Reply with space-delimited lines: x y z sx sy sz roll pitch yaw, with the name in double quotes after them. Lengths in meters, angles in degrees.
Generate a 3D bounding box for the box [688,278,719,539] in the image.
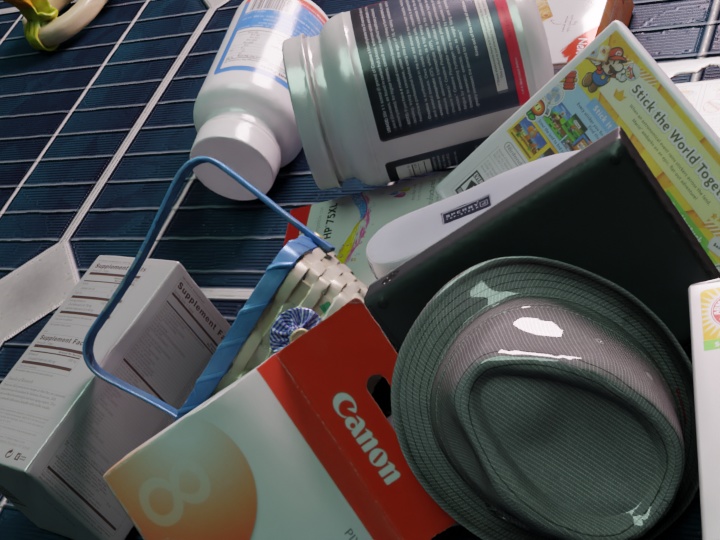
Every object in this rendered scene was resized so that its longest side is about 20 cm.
0.246 0.107 0.664 0.100 0.113 0.201 -10 44 22 "box"

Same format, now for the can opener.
0.092 0.130 0.782 0.198 0.067 0.053 -15 43 11 "can opener"

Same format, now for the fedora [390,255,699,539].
0.112 0.090 0.703 0.177 0.200 0.090 -50 -1 6 "fedora"

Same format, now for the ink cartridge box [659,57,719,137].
0.249 -0.079 0.895 0.161 0.050 0.201 -1 45 32 "ink cartridge box"

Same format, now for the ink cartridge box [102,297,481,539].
-0.039 0.140 0.762 0.199 0.163 0.050 -35 1 14 "ink cartridge box"

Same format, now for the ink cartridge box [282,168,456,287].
0.000 0.000 0.961 0.198 0.067 0.117 -13 43 22 "ink cartridge box"

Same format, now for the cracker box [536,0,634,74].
0.136 -0.206 1.090 0.198 0.058 0.135 -1 50 31 "cracker box"

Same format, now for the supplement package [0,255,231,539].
-0.200 0.100 0.949 0.109 0.114 0.201 4 51 42 "supplement package"

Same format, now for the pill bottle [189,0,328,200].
-0.097 -0.167 1.156 0.111 0.113 0.201 -6 47 27 "pill bottle"

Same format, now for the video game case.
0.168 -0.042 0.833 0.182 0.023 0.201 -42 61 19 "video game case"

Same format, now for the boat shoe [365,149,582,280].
0.104 -0.024 0.820 0.198 0.066 0.074 -16 34 20 "boat shoe"

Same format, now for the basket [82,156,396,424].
-0.079 0.038 0.852 0.199 0.139 0.178 30 96 10 "basket"

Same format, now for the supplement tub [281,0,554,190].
0.048 -0.148 0.955 0.198 0.141 0.141 -14 42 4 "supplement tub"

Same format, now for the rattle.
-0.374 -0.389 1.538 0.199 0.143 0.130 -35 21 5 "rattle"

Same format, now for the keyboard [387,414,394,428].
0.029 0.128 0.863 0.199 0.011 0.056 -38 46 -6 "keyboard"

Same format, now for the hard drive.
0.121 0.019 0.772 0.199 0.140 0.033 -32 14 24 "hard drive"
